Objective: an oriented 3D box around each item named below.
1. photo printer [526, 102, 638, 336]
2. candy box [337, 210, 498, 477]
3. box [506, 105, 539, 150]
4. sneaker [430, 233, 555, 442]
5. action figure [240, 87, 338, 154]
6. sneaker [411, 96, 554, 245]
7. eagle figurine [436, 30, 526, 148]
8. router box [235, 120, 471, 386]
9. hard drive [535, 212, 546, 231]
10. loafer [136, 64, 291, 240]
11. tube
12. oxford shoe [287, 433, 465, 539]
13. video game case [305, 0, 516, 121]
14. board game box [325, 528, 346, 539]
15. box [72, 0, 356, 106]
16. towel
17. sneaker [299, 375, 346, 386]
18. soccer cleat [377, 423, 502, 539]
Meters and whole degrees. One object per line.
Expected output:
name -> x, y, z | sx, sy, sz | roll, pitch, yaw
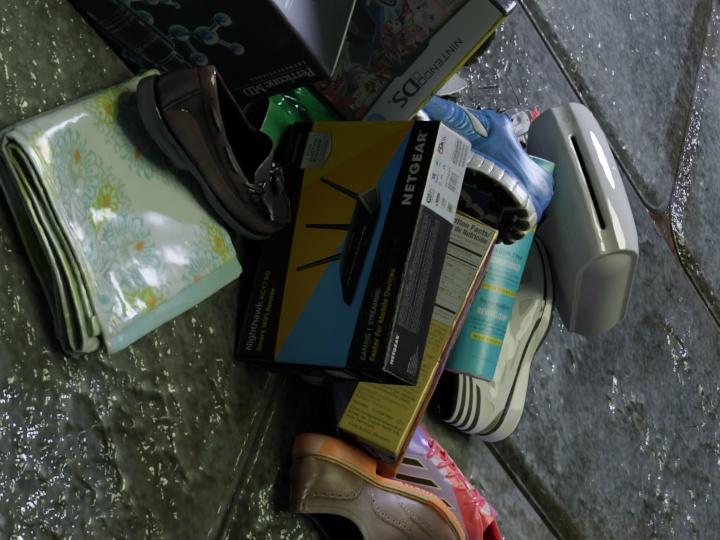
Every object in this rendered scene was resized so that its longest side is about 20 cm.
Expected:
photo printer -> 0.201, -0.048, 1.745 | 0.200, 0.069, 0.167 | 83, -9, -68
candy box -> 0.046, 0.059, 1.539 | 0.117, 0.056, 0.200 | 90, 26, -74
box -> 0.132, -0.085, 1.858 | 0.200, 0.040, 0.137 | -16, 91, -58
sneaker -> 0.111, 0.048, 1.715 | 0.115, 0.075, 0.201 | 23, 75, -50
action figure -> -0.031, -0.114, 1.603 | 0.200, 0.055, 0.118 | 33, 50, -43
sneaker -> 0.077, -0.104, 1.582 | 0.200, 0.079, 0.089 | 40, 43, 11
eagle figurine -> 0.069, -0.214, 1.737 | 0.151, 0.151, 0.201 | 9, 80, -40
router box -> -0.006, -0.015, 1.473 | 0.051, 0.149, 0.201 | 30, 68, -49
hard drive -> 0.062, -0.024, 1.646 | 0.200, 0.038, 0.140 | -50, 124, -17
loafer -> -0.092, -0.086, 1.410 | 0.200, 0.063, 0.072 | 46, 28, -52
tube -> 0.114, -0.006, 1.640 | 0.077, 0.050, 0.201 | 17, 85, -36
oxford shoe -> 0.009, 0.203, 1.539 | 0.200, 0.071, 0.073 | 34, 60, -36
video game case -> -0.005, -0.216, 1.488 | 0.200, 0.181, 0.026 | 44, 38, -1
board game box -> 0.025, 0.304, 1.526 | 0.200, 0.039, 0.158 | 43, 27, -11
box -> -0.121, -0.227, 1.418 | 0.200, 0.148, 0.107 | 48, 42, -36
towel -> -0.172, -0.044, 1.364 | 0.200, 0.048, 0.172 | -34, 107, -57
sneaker -> 0.000, 0.000, 1.550 | 0.080, 0.077, 0.200 | 26, 89, -57
soccer cleat -> 0.074, 0.192, 1.624 | 0.200, 0.076, 0.067 | 63, 34, -20
